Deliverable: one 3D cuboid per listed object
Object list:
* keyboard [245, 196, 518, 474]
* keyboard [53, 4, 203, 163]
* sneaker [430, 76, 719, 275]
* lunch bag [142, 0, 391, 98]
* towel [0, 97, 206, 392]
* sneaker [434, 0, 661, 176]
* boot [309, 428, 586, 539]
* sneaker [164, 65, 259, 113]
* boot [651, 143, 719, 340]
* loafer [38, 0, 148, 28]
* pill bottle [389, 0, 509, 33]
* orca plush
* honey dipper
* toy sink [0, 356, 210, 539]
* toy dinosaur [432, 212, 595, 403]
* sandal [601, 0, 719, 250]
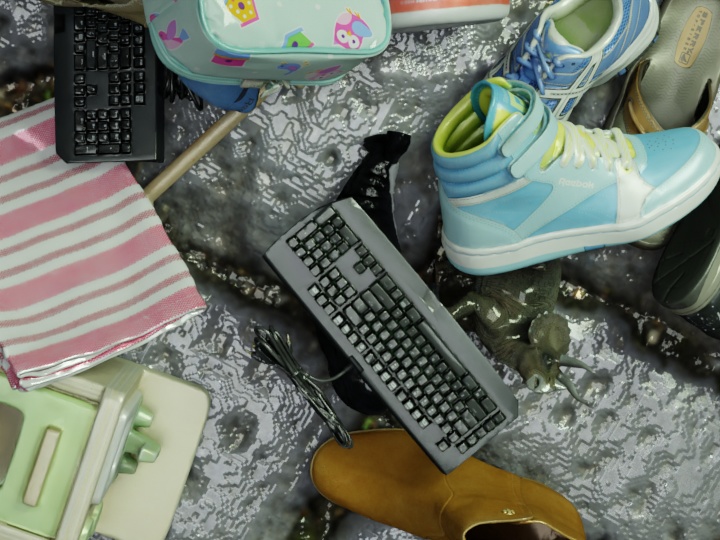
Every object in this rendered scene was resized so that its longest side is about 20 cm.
[{"bbox_3d":[0.003,0.059,1.131,0.127,0.021,0.200,-39,95,10],"label":"keyboard"},{"bbox_3d":[-0.163,-0.176,1.150,0.103,0.040,0.201,-2,83,-4],"label":"keyboard"},{"bbox_3d":[0.140,-0.081,1.096,0.199,0.080,0.131,-19,127,0],"label":"sneaker"},{"bbox_3d":[-0.063,-0.212,1.057,0.160,0.077,0.201,-3,77,-37],"label":"lunch bag"},{"bbox_3d":[-0.212,-0.027,1.138,0.146,0.030,0.201,-24,71,-20],"label":"towel"},{"bbox_3d":[0.122,-0.137,1.149,0.200,0.077,0.076,-48,67,2],"label":"sneaker"},{"bbox_3d":[0.062,0.164,1.159,0.200,0.144,0.071,12,95,-2],"label":"boot"},{"bbox_3d":[-0.073,-0.205,1.152,0.078,0.066,0.201,32,67,-39],"label":"sneaker"},{"bbox_3d":[0.309,-0.018,1.183,0.154,0.073,0.204,41,73,-23],"label":"boot"},{"bbox_3d":[-0.186,-0.213,1.111,0.199,0.067,0.076,18,89,28],"label":"loafer"},{"bbox_3d":[0.039,-0.266,1.128,0.111,0.112,0.201,-6,95,0],"label":"pill bottle"},{"bbox_3d":[0.000,0.000,1.156,0.105,0.071,0.201,19,98,33],"label":"orca plush"},{"bbox_3d":[-0.095,-0.106,1.185,0.200,0.038,0.038,-43,95,8],"label":"honey dipper"},{"bbox_3d":[-0.220,0.123,1.167,0.199,0.112,0.131,20,96,-3],"label":"toy sink"},{"bbox_3d":[0.105,0.006,1.185,0.102,0.077,0.201,1,66,-5],"label":"toy dinosaur"},{"bbox_3d":[0.224,-0.114,1.175,0.081,0.055,0.201,21,96,-3],"label":"sandal"}]
